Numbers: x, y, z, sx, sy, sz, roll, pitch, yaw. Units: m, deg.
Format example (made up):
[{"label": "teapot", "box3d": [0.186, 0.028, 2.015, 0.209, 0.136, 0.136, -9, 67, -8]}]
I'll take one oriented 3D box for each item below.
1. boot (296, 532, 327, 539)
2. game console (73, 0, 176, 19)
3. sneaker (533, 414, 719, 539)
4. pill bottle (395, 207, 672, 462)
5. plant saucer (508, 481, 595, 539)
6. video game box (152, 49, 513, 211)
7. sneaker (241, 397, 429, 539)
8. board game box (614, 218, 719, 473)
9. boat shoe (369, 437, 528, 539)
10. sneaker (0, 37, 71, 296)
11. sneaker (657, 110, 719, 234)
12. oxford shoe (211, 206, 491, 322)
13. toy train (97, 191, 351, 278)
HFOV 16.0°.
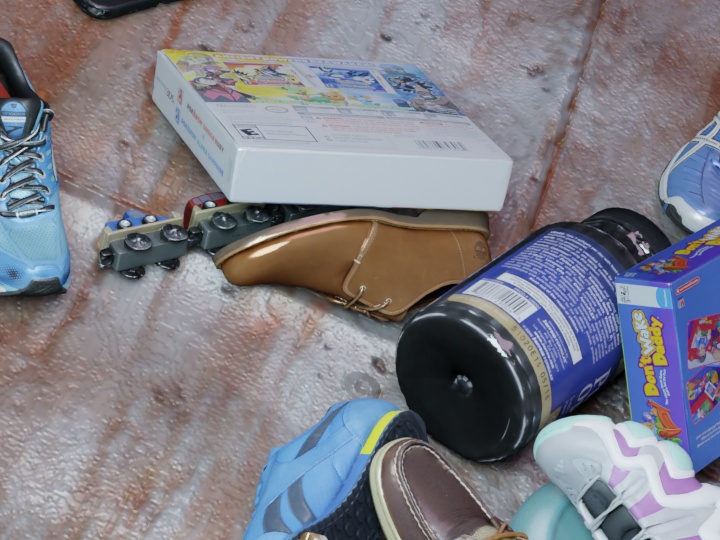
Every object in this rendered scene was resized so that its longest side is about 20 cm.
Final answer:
[{"label": "boot", "box3d": [0.002, 0.248, 1.457, 0.107, 0.075, 0.200, 5, 67, -25]}, {"label": "game console", "box3d": [-0.167, -0.303, 1.868, 0.176, 0.116, 0.200, -20, 60, -37]}, {"label": "sneaker", "box3d": [0.179, 0.181, 1.569, 0.200, 0.078, 0.140, 31, 44, 5]}, {"label": "pill bottle", "box3d": [0.124, 0.035, 1.691, 0.112, 0.112, 0.200, 43, 47, 16]}, {"label": "plant saucer", "box3d": [0.188, 0.201, 1.629, 0.200, 0.027, 0.200, 13, 46, -14]}, {"label": "video game box", "box3d": [-0.023, -0.097, 1.748, 0.200, 0.047, 0.182, 2, 27, -23]}, {"label": "sneaker", "box3d": [-0.038, 0.153, 1.557, 0.078, 0.066, 0.200, 9, 45, 35]}, {"label": "board game box", "box3d": [0.251, 0.038, 1.721, 0.045, 0.135, 0.200, 6, 22, 40]}, {"label": "boat shoe", "box3d": [0.083, 0.179, 1.531, 0.072, 0.072, 0.200, -27, 83, -42]}, {"label": "sneaker", "box3d": [-0.231, -0.069, 1.641, 0.078, 0.090, 0.200, -4, 53, -27]}, {"label": "sneaker", "box3d": [0.284, -0.095, 1.910, 0.076, 0.077, 0.200, 32, 46, 4]}, {"label": "oxford shoe", "box3d": [0.000, 0.000, 1.704, 0.200, 0.071, 0.071, -3, 74, -21]}, {"label": "toy train", "box3d": [-0.094, -0.034, 1.711, 0.200, 0.034, 0.046, -15, 46, -35]}]
